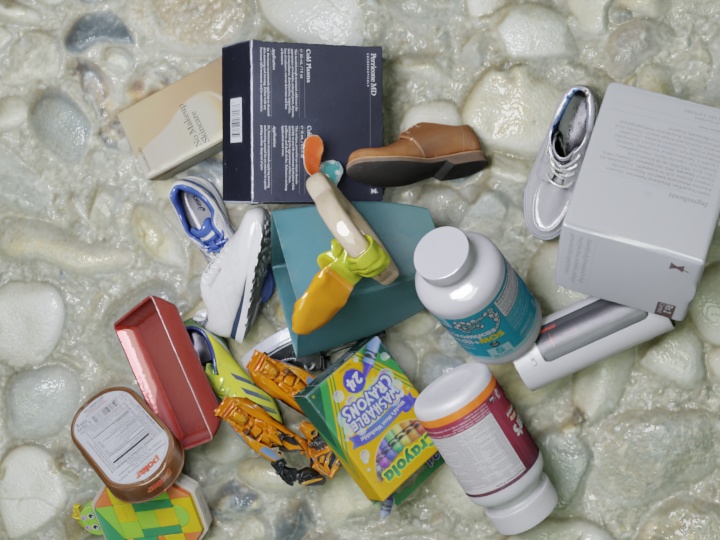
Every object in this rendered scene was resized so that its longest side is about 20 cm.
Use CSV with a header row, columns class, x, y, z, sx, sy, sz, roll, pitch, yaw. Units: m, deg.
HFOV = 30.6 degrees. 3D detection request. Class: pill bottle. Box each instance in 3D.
class,x,y,z,sx,sy,sz,roll,pitch,yaw
pill bottle,0.160,0.224,1.644,0.109,0.110,0.200,-29,104,14
pill bottle,0.135,0.026,1.572,0.110,0.200,0.111,-15,55,23

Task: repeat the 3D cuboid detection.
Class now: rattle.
class,x,y,z,sx,sy,sz,roll,pitch,yaw
rattle,-0.053,-0.043,1.554,0.143,0.130,0.200,-47,65,23

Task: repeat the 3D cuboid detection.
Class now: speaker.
class,x,y,z,sx,sy,sz,roll,pitch,yaw
speaker,0.284,0.076,1.638,0.199,0.081,0.081,-25,87,15

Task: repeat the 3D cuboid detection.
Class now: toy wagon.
class,x,y,z,sx,sy,sz,roll,pitch,yaw
toy wagon,-0.304,0.334,1.793,0.199,0.040,0.156,-10,114,15

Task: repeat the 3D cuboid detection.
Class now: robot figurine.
class,x,y,z,sx,sy,sz,roll,pitch,yaw
robot figurine,-0.083,0.197,1.696,0.200,0.058,0.145,37,82,-26

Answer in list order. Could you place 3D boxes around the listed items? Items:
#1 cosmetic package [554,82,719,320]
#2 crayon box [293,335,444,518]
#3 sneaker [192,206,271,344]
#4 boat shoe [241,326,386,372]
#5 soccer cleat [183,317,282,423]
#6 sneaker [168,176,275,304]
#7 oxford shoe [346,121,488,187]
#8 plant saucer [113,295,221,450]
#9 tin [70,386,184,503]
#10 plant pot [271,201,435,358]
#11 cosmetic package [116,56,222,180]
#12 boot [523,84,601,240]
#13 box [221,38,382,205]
class,x,y,z,sx,sy,sz,roll,pitch,yaw
cosmetic package,0.335,-0.079,1.536,0.164,0.165,0.201,17,67,13
crayon box,0.025,0.200,1.671,0.126,0.052,0.200,-40,100,-22
sneaker,-0.165,0.003,1.690,0.080,0.076,0.201,21,120,8
boat shoe,-0.061,0.100,1.729,0.199,0.072,0.071,-25,83,12
soccer cleat,-0.181,0.150,1.755,0.065,0.084,0.200,-39,83,17
sneaker,-0.193,-0.035,1.748,0.075,0.088,0.200,-38,85,11
oxford shoe,0.063,-0.150,1.647,0.071,0.199,0.072,-38,65,54
plant saucer,-0.251,0.138,1.745,0.037,0.200,0.201,-21,86,-28
tin,-0.315,0.231,1.761,0.112,0.042,0.200,-42,46,-11
plant pot,0.000,0.000,1.650,0.199,0.142,0.142,-11,62,-11
cosmetic package,-0.211,-0.207,1.750,0.199,0.071,0.106,-27,87,14
boot,0.245,-0.134,1.626,0.073,0.096,0.201,15,97,13
box,-0.073,-0.183,1.655,0.181,0.104,0.201,-1,94,-26
